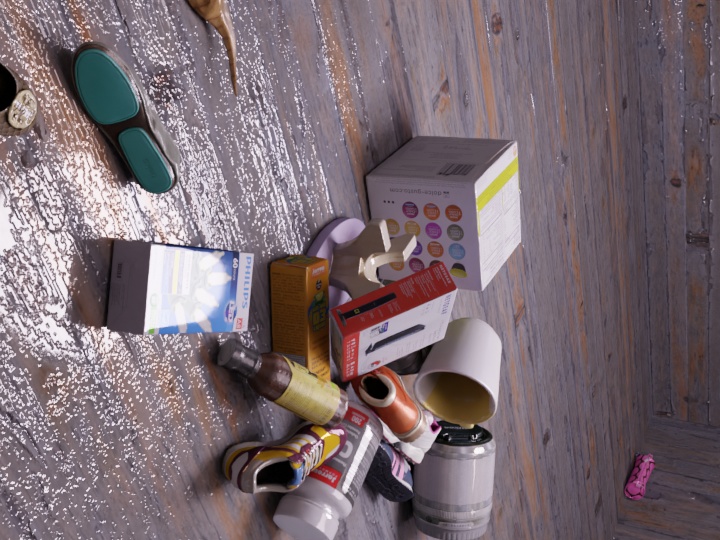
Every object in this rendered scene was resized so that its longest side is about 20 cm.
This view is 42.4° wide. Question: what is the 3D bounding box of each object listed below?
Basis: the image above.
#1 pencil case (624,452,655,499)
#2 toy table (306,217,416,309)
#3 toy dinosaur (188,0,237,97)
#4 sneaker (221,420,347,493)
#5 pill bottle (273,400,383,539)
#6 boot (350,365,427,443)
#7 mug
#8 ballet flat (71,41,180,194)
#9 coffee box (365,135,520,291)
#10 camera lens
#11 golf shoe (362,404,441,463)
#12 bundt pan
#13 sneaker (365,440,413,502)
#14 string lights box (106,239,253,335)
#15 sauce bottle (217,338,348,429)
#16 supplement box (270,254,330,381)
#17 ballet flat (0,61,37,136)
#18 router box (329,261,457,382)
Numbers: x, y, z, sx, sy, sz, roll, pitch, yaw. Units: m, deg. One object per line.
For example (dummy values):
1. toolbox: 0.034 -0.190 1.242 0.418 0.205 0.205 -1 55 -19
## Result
1. pencil case: 1.115 0.819 3.702 0.200 0.090 0.094 -48 171 -50
2. toy table: 0.000 0.000 1.444 0.201 0.116 0.185 -62 145 -35
3. toy dinosaur: -0.178 -0.325 1.127 0.106 0.060 0.200 -47 135 -12
4. sneaker: -0.089 0.268 1.298 0.199 0.090 0.076 -14 112 -32
5. pill bottle: -0.050 0.307 1.421 0.201 0.113 0.114 -64 146 -32
6. boot: 0.025 0.183 1.484 0.075 0.200 0.107 -45 124 -4
7. mug: 0.177 0.177 1.659 0.187 0.148 0.154 118 -4 -49
8. ballet flat: -0.254 -0.172 1.013 0.064 0.067 0.201 -94 167 -47
9. coffee box: 0.150 -0.103 1.609 0.200 0.198 0.200 -44 134 -50
10. camera lens: 0.181 0.404 1.818 0.160 0.159 0.202 -11 106 -60
11. golf shoe: 0.071 0.261 1.610 0.092 0.075 0.200 -44 138 0
12. bundt pan: 0.088 0.096 1.669 0.201 0.075 0.204 -19 112 -59
13. sneaker: 0.036 0.332 1.655 0.083 0.070 0.201 -92 161 -45
14. string lights box: -0.212 0.022 1.118 0.199 0.058 0.104 4 92 -62
15. sauce bottle: -0.105 0.153 1.274 0.199 0.064 0.065 34 64 -32
16. supplement box: -0.087 0.082 1.355 0.066 0.068 0.202 -25 116 -59
17. ballet flat: -0.355 -0.182 0.824 0.200 0.046 0.068 48 56 -54
18. router box: 0.044 0.079 1.368 0.200 0.178 0.049 91 -25 -66
